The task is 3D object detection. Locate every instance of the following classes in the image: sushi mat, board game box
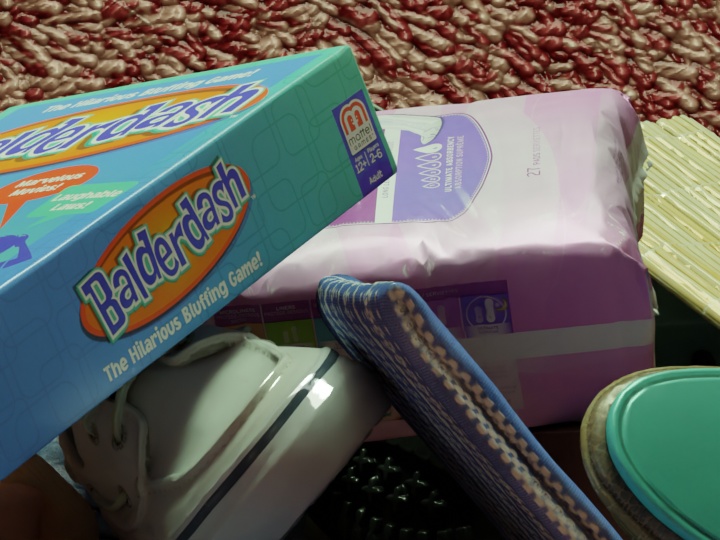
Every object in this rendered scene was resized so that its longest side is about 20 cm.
[{"bbox_3d":[0.142,-0.011,0.923,0.095,0.012,0.200,-9,31,-29],"label":"sushi mat"},{"bbox_3d":[-0.106,0.004,0.698,0.151,0.045,0.200,-7,22,41],"label":"board game box"}]

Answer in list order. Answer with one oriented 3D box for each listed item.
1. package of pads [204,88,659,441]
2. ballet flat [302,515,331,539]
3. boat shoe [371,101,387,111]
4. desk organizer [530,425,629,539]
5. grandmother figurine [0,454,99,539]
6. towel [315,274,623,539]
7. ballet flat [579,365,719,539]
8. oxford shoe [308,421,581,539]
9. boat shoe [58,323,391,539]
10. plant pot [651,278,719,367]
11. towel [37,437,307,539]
[{"bbox_3d":[0.000,0.000,0.830,0.198,0.076,0.121,-6,27,8],"label":"package of pads"},{"bbox_3d":[-0.043,0.099,0.992,0.069,0.070,0.199,-4,-3,42],"label":"ballet flat"},{"bbox_3d":[0.030,-0.012,0.941,0.073,0.065,0.199,-21,40,-40],"label":"boat shoe"},{"bbox_3d":[0.156,0.076,0.812,0.199,0.072,0.077,-3,-3,-32],"label":"desk organizer"},{"bbox_3d":[-0.148,0.097,0.693,0.122,0.061,0.200,-52,-15,22],"label":"grandmother figurine"},{"bbox_3d":[0.045,0.055,0.620,0.024,0.145,0.200,-41,4,-4],"label":"towel"},{"bbox_3d":[0.145,0.072,0.662,0.198,0.068,0.072,7,-25,-11],"label":"ballet flat"},{"bbox_3d":[0.062,0.086,0.926,0.199,0.073,0.084,11,5,34],"label":"oxford shoe"},{"bbox_3d":[-0.052,0.049,0.697,0.074,0.067,0.200,-50,5,-21],"label":"boat shoe"},{"bbox_3d":[0.192,0.046,1.012,0.140,0.143,0.199,-4,9,39],"label":"plant pot"},{"bbox_3d":[-0.067,0.057,0.881,0.111,0.049,0.200,8,28,5],"label":"towel"}]
